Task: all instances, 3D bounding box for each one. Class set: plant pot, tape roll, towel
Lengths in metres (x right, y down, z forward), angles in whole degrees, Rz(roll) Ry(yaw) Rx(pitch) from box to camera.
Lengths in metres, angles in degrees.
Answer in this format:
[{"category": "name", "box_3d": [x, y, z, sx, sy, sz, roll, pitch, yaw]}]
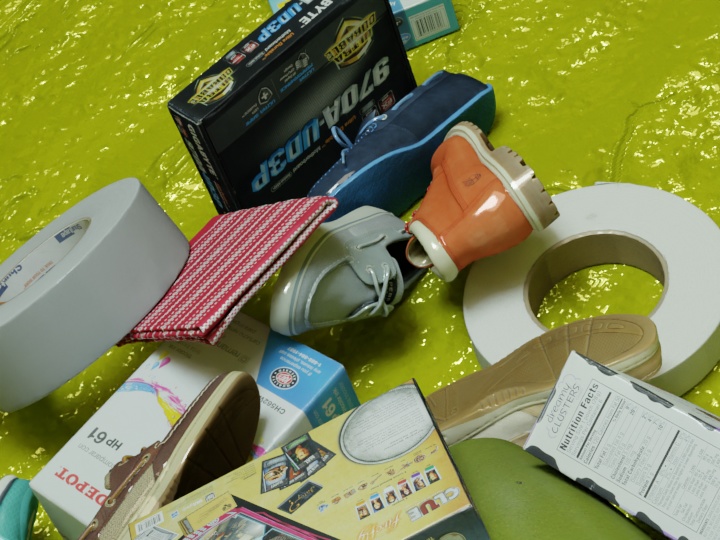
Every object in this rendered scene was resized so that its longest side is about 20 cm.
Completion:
[{"category": "plant pot", "box_3d": [0.097, 0.195, 1.051, 0.186, 0.188, 0.200, -25, 32, -3]}, {"category": "tape roll", "box_3d": [-0.228, 0.017, 1.327, 0.200, 0.066, 0.200, -35, 18, 13]}, {"category": "tape roll", "box_3d": [0.175, 0.020, 1.261, 0.202, 0.037, 0.203, -11, 46, 11]}, {"category": "towel", "box_3d": [-0.106, 0.003, 1.263, 0.145, 0.023, 0.200, -48, 19, -22]}]

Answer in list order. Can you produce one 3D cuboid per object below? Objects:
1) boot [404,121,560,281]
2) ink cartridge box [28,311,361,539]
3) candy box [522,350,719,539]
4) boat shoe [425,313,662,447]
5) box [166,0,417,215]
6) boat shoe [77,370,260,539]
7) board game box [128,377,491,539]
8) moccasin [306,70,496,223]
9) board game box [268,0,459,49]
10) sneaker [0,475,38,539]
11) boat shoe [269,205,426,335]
[{"category": "boot", "box_3d": [0.070, -0.050, 1.304, 0.107, 0.075, 0.200, -37, 15, 0]}, {"category": "ink cartridge box", "box_3d": [-0.113, 0.135, 1.229, 0.144, 0.085, 0.200, 25, 63, 35]}, {"category": "candy box", "box_3d": [0.225, 0.135, 1.043, 0.200, 0.168, 0.072, 29, 94, 37]}, {"category": "boat shoe", "box_3d": [0.121, 0.094, 1.169, 0.199, 0.069, 0.074, -25, 25, 23]}, {"category": "box", "box_3d": [-0.047, -0.130, 1.392, 0.200, 0.159, 0.046, -42, 48, -19]}, {"category": "boat shoe", "box_3d": [-0.138, 0.144, 1.127, 0.072, 0.072, 0.200, 18, 65, 28]}, {"category": "board game box", "box_3d": [-0.035, 0.155, 1.011, 0.199, 0.035, 0.136, -27, 32, 2]}, {"category": "moccasin", "box_3d": [0.025, -0.095, 1.401, 0.200, 0.081, 0.068, -34, 52, -31]}, {"category": "board game box", "box_3d": [-0.013, -0.267, 1.582, 0.150, 0.047, 0.200, -22, 46, 0]}, {"category": "sneaker", "box_3d": [-0.234, 0.237, 1.199, 0.079, 0.078, 0.201, -6, 56, 2]}, {"category": "boat shoe", "box_3d": [0.000, 0.001, 1.276, 0.071, 0.070, 0.201, 16, 23, 20]}]
